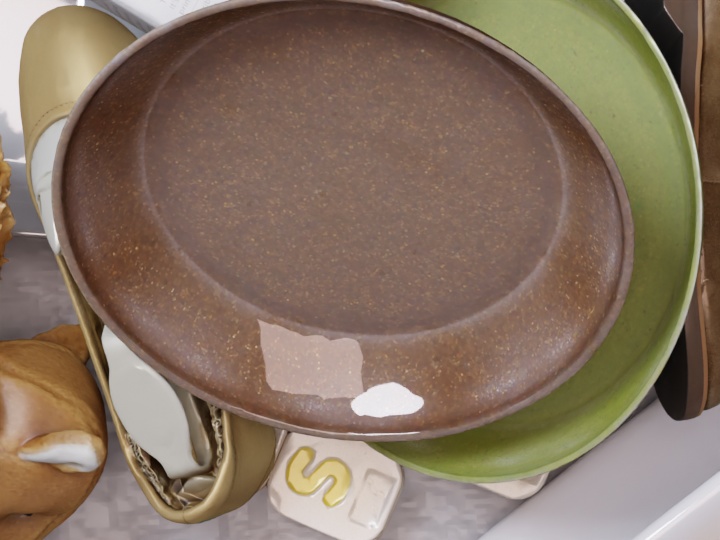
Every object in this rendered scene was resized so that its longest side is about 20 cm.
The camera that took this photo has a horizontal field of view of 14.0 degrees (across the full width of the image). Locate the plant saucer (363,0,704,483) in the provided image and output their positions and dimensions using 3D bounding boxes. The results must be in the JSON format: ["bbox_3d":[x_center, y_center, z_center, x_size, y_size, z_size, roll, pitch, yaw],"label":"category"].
[{"bbox_3d":[0.046,-0.023,1.068,0.200,0.031,0.200,3,95,37],"label":"plant saucer"}]

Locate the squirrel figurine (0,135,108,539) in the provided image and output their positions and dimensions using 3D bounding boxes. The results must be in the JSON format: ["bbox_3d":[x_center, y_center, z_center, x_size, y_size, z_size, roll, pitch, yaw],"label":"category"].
[{"bbox_3d":[-0.180,0.029,1.066,0.187,0.142,0.200,7,112,-8],"label":"squirrel figurine"}]

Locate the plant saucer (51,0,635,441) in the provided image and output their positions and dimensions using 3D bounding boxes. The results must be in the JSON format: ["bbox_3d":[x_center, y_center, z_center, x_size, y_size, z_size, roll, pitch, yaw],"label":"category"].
[{"bbox_3d":[-0.005,-0.024,1.007,0.200,0.037,0.200,5,132,5],"label":"plant saucer"}]

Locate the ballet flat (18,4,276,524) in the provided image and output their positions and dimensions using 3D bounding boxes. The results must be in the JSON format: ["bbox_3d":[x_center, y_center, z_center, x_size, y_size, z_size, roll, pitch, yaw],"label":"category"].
[{"bbox_3d":[-0.081,0.000,1.076,0.069,0.063,0.200,-17,101,22],"label":"ballet flat"}]

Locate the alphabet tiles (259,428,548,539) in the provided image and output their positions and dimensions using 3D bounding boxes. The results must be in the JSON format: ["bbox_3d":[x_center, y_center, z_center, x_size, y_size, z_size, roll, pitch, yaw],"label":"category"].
[{"bbox_3d":[0.000,0.000,1.134,0.196,0.015,0.200,23,90,5],"label":"alphabet tiles"}]

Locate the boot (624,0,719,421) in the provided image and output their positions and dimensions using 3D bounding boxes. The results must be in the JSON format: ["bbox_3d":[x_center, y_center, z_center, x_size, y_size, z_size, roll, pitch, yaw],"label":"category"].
[{"bbox_3d":[0.140,-0.043,1.083,0.075,0.074,0.200,5,79,-12],"label":"boot"}]

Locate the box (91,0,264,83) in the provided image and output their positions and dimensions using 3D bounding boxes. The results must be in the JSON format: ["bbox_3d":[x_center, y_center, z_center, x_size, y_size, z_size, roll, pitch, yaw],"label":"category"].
[{"bbox_3d":[-0.100,-0.155,1.059,0.200,0.124,0.098,30,91,-1],"label":"box"}]

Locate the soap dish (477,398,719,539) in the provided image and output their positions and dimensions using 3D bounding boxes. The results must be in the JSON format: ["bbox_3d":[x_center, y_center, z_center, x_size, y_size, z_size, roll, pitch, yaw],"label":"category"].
[{"bbox_3d":[0.116,0.112,1.077,0.200,0.157,0.081,-39,99,-1],"label":"soap dish"}]

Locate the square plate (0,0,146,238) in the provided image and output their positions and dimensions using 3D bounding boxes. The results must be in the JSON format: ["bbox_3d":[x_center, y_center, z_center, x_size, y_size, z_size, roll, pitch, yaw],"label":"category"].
[{"bbox_3d":[-0.176,-0.113,1.133,0.198,0.028,0.200,2,90,-2],"label":"square plate"}]
